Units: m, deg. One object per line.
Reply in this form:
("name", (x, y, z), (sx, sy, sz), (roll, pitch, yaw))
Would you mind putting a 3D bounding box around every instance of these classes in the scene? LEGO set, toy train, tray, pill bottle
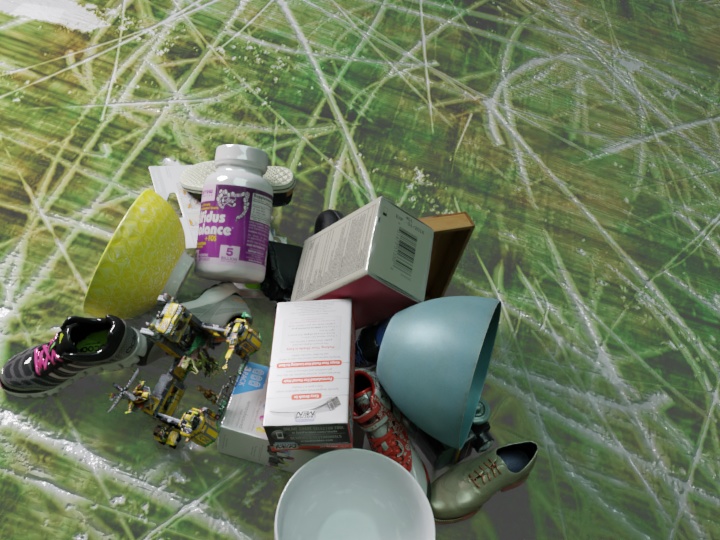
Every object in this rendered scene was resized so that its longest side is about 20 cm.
("LEGO set", (-0.233, 0.121, 0.978), (0.152, 0.116, 0.202), (16, 68, 37))
("toy train", (0.110, 0.197, 1.113), (0.113, 0.086, 0.201), (-23, 57, -23))
("tray", (0.107, -0.006, 1.215), (0.097, 0.201, 0.037), (-10, 51, -26))
("pill bottle", (-0.193, -0.086, 1.155), (0.111, 0.112, 0.203), (6, 83, -12))

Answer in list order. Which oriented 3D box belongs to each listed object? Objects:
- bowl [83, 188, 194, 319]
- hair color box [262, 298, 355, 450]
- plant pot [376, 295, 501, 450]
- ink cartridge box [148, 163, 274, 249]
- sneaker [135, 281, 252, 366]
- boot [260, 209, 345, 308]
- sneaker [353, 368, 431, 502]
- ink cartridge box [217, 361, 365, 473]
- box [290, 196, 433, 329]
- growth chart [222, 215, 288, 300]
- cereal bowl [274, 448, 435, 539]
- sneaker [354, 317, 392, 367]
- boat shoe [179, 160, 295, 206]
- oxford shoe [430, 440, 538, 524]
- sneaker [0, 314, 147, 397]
("bowl", (-0.309, -0.006, 1.095), (0.107, 0.201, 0.202), (27, 43, -10))
("hair color box", (-0.064, 0.136, 1.004), (0.109, 0.064, 0.202), (-3, 46, 5))
("plant pot", (0.098, 0.121, 1.002), (0.133, 0.202, 0.201), (15, 43, 16))
("ink cartridge box", (-0.256, -0.101, 1.271), (0.171, 0.044, 0.201), (-7, 52, -24))
("sneaker", (-0.244, 0.087, 1.105), (0.199, 0.074, 0.079), (-30, 68, -37))
("boot", (-0.093, -0.025, 1.238), (0.160, 0.073, 0.201), (5, 55, -30))
("sneaker", (0.029, 0.230, 1.016), (0.108, 0.067, 0.203), (39, 29, -51))
("ink cartridge box", (-0.086, 0.213, 1.036), (0.197, 0.068, 0.116), (16, 45, -3))
("box", (0.000, 0.000, 1.106), (0.108, 0.199, 0.129), (28, 58, -28))
("growth chart", (-0.180, -0.026, 1.271), (0.143, 0.018, 0.202), (-3, 50, -22))
("cereal bowl", (-0.010, 0.330, 0.930), (0.197, 0.084, 0.202), (5, 53, -7))
("sneaker", (0.043, 0.095, 1.167), (0.071, 0.077, 0.200), (64, 25, -1))
("boat shoe", (-0.206, -0.140, 1.256), (0.197, 0.063, 0.075), (3, 51, 3))
("oxford shoe", (0.167, 0.286, 1.046), (0.198, 0.074, 0.071), (-20, 57, -32))
("sneaker", (-0.393, 0.106, 0.998), (0.197, 0.088, 0.074), (-16, 56, -4))
